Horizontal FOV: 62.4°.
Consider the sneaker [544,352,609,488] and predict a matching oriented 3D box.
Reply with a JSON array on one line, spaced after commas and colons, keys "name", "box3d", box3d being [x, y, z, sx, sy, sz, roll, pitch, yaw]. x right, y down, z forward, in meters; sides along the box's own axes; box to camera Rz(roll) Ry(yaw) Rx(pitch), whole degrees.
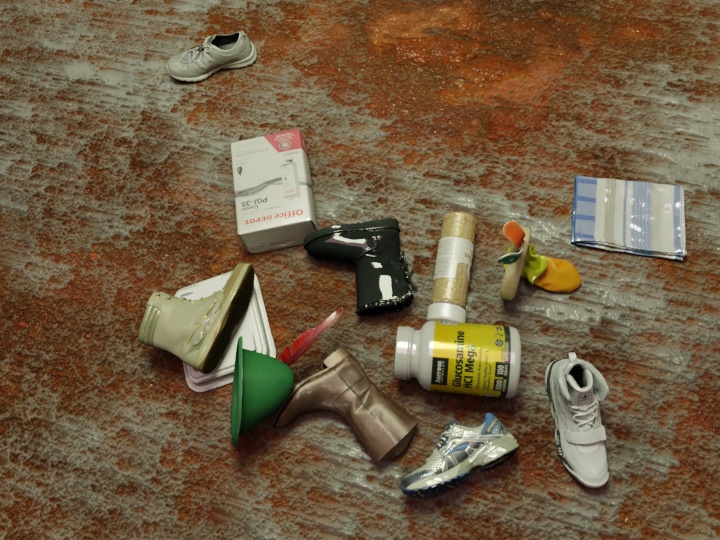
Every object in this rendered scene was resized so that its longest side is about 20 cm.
[{"name": "sneaker", "box3d": [0.339, 0.226, 0.915, 0.073, 0.115, 0.204, -10, 68, 2]}]

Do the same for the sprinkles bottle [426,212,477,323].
[{"name": "sprinkles bottle", "box3d": [0.163, 0.000, 1.050, 0.067, 0.068, 0.204, 8, 69, 9]}]

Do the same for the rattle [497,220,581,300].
[{"name": "rattle", "box3d": [0.293, -0.010, 0.967, 0.141, 0.201, 0.131, 32, 75, 17]}]

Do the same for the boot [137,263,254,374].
[{"name": "boot", "box3d": [-0.283, 0.059, 1.033, 0.152, 0.072, 0.203, 19, 71, 16]}]

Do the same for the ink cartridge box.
[{"name": "ink cartridge box", "box3d": [-0.164, -0.152, 1.139, 0.143, 0.083, 0.204, -11, 67, 2]}]

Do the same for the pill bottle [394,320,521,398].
[{"name": "pill bottle", "box3d": [0.156, 0.142, 0.970, 0.195, 0.113, 0.115, 3, 68, 8]}]

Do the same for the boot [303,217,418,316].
[{"name": "boot", "box3d": [0.000, 0.000, 1.070, 0.193, 0.074, 0.166, -10, 71, 2]}]

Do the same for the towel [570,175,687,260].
[{"name": "towel", "box3d": [0.486, -0.100, 1.078, 0.195, 0.024, 0.150, 8, 69, 10]}]

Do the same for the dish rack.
[{"name": "dish rack", "box3d": [-0.253, 0.099, 1.073, 0.168, 0.044, 0.204, -18, 67, -1]}]

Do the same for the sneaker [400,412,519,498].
[{"name": "sneaker", "box3d": [0.147, 0.291, 0.943, 0.196, 0.078, 0.086, -22, 57, -10]}]

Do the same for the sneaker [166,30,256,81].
[{"name": "sneaker", "box3d": [-0.329, -0.475, 1.286, 0.196, 0.082, 0.076, -17, 67, -1]}]

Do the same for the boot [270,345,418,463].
[{"name": "boot", "box3d": [-0.024, 0.255, 0.979, 0.186, 0.064, 0.200, -43, 75, -8]}]

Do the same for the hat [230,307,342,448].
[{"name": "hat", "box3d": [-0.117, 0.188, 0.968, 0.172, 0.203, 0.167, 3, 35, -15]}]
